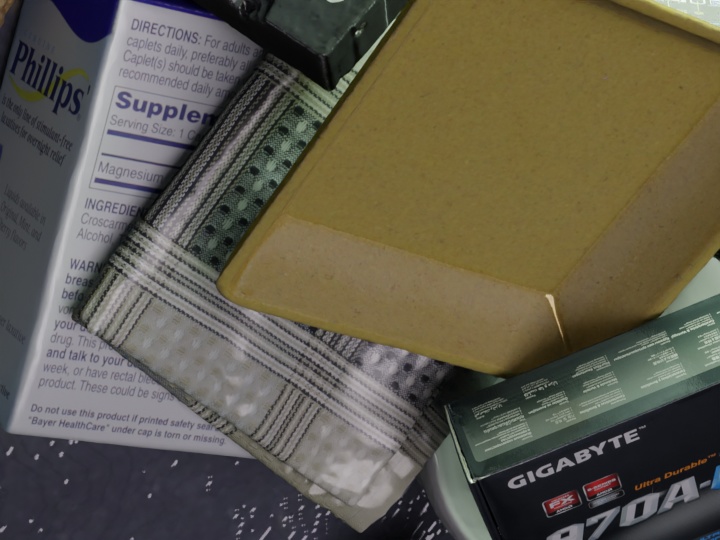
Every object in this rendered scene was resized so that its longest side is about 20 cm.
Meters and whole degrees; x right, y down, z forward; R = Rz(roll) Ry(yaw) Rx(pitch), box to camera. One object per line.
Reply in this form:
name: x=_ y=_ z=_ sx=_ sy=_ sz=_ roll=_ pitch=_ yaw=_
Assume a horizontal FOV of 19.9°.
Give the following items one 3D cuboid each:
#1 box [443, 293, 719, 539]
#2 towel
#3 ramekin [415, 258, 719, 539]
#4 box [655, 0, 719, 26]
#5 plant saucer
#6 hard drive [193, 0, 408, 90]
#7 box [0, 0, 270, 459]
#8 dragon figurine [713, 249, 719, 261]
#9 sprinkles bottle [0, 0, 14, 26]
box: x=0.151 y=0.082 z=0.949 sx=0.200 sy=0.046 sz=0.159 roll=-22 pitch=142 yaw=1
towel: x=0.000 y=0.000 z=0.911 sx=0.200 sy=0.035 sz=0.193 roll=39 pitch=87 yaw=-34
ramekin: x=0.102 y=0.055 z=1.065 sx=0.202 sy=0.094 sz=0.203 roll=-7 pitch=107 yaw=-25
box: x=0.133 y=-0.145 z=0.928 sx=0.200 sy=0.049 sz=0.160 roll=2 pitch=66 yaw=-23
plant saucer: x=0.066 y=-0.047 z=0.851 sx=0.200 sy=0.048 sz=0.200 roll=17 pitch=128 yaw=-29
hard drive: x=-0.006 y=-0.188 z=0.866 sx=0.200 sy=0.140 sz=0.038 roll=-51 pitch=163 yaw=-14
box: x=-0.072 y=-0.025 z=0.945 sx=0.184 sy=0.105 sz=0.200 roll=9 pitch=104 yaw=-32
dragon figurine: x=0.146 y=-0.045 z=0.980 sx=0.099 sy=0.059 sz=0.200 roll=-12 pitch=81 yaw=-33
sprinkles bottle: x=-0.126 y=-0.200 z=0.877 sx=0.068 sy=0.068 sz=0.200 roll=37 pitch=89 yaw=-32
